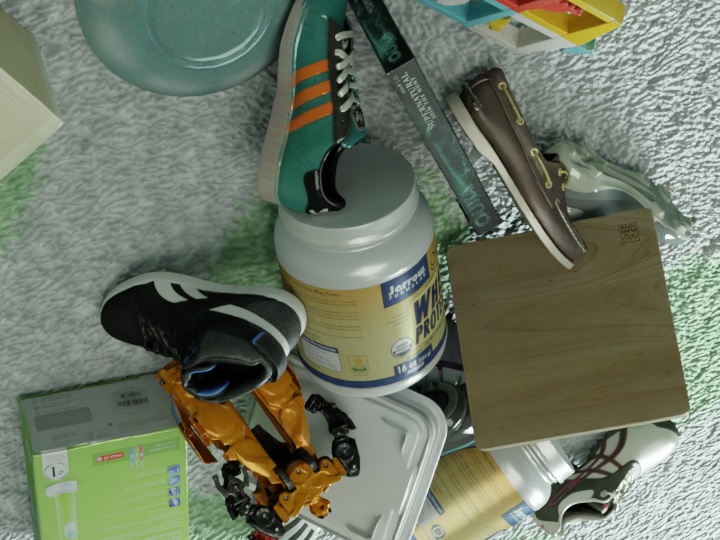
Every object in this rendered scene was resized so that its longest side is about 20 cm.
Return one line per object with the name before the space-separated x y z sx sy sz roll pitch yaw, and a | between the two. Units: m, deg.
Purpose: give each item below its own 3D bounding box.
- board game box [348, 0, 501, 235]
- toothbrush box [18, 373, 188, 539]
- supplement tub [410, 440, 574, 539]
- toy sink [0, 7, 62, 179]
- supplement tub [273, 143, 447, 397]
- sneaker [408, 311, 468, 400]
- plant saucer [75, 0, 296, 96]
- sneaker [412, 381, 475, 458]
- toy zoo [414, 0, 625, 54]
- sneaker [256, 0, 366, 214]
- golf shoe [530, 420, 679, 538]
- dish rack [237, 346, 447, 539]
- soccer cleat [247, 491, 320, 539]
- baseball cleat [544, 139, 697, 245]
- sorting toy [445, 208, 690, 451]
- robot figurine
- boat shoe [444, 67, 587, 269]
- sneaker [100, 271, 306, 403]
board game box | 0.054 -0.138 1.287 0.028 0.135 0.200 -29 131 5
toothbrush box | -0.247 0.209 1.466 0.145 0.086 0.200 -10 129 -17
supplement tub | 0.108 0.215 1.580 0.200 0.145 0.145 -35 132 6
toy sink | -0.344 -0.114 1.142 0.200 0.130 0.112 -39 131 10
supplement tub | 0.000 0.000 1.366 0.144 0.144 0.200 -18 131 -9
sneaker | 0.055 0.083 1.521 0.200 0.088 0.074 6 153 -2
plant saucer | -0.126 -0.219 1.211 0.201 0.039 0.201 -12 129 -15
sneaker | 0.035 0.170 1.508 0.200 0.076 0.079 -16 141 35
toy zoo | 0.128 -0.227 1.265 0.200 0.131 0.021 20 74 -33
sneaker | -0.026 -0.144 1.254 0.080 0.071 0.200 16 106 17
golf shoe | 0.282 0.239 1.713 0.200 0.088 0.077 -26 130 -4
dish rack | -0.029 0.173 1.455 0.044 0.200 0.172 -22 132 -67
soccer cleat | -0.072 0.241 1.583 0.085 0.069 0.200 -17 132 -28
baseball cleat | 0.234 -0.062 1.481 0.200 0.070 0.106 28 126 -32
sorting toy | 0.198 0.062 1.439 0.200 0.199 0.070 -11 164 11
robot figurine | -0.092 0.147 1.397 0.145 0.058 0.200 -36 93 -19
boat shoe | 0.155 -0.091 1.376 0.059 0.072 0.200 -35 104 6
sneaker | -0.156 0.061 1.317 0.200 0.112 0.073 0 126 22
